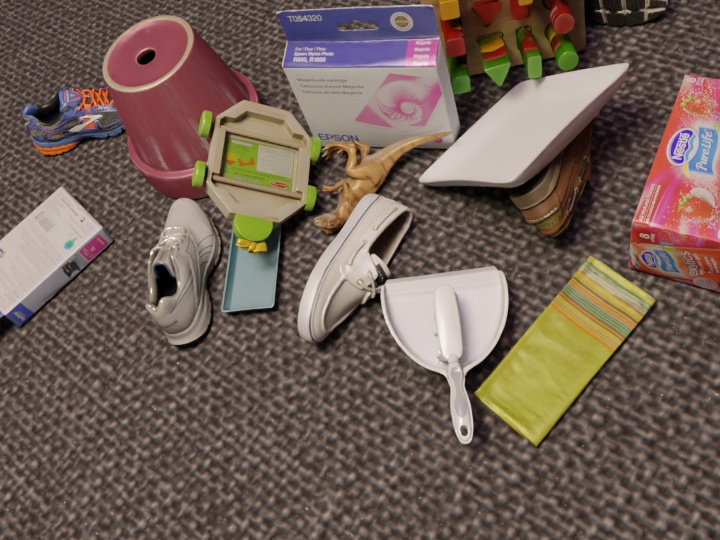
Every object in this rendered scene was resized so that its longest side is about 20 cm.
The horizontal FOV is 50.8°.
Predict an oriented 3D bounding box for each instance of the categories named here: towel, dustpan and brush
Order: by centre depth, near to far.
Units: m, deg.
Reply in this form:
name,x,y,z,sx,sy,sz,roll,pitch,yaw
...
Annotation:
name,x,y,z,sx,sy,sz,roll,pitch,yaw
towel,0.211,0.078,0.783,0.086,0.018,0.200,36,76,32
dustpan and brush,0.095,0.083,0.786,0.137,0.057,0.203,-7,65,4

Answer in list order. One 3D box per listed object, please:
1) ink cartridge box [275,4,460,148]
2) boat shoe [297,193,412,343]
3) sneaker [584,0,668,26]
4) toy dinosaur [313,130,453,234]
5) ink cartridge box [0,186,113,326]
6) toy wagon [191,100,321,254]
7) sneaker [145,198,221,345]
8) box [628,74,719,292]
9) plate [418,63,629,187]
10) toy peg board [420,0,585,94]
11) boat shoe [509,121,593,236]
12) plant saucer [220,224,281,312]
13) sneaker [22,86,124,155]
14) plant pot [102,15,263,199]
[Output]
name,x,y,z,sx,sy,sz,roll,pitch,yaw
ink cartridge box,0.010,-0.225,0.916,0.194,0.201,0.044,5,61,21
boat shoe,0.000,0.000,0.869,0.069,0.071,0.201,16,60,28
sneaker,0.307,-0.381,0.991,0.198,0.077,0.085,20,63,26
toy dinosaur,0.013,-0.128,0.954,0.200,0.060,0.106,-44,71,1
ink cartridge box,-0.447,-0.011,1.033,0.200,0.042,0.119,-44,58,-13
toy wagon,-0.130,-0.113,0.939,0.153,0.040,0.203,11,69,-18
sneaker,-0.221,-0.013,0.933,0.073,0.087,0.202,-15,56,11
box,0.357,-0.094,0.790,0.099,0.096,0.202,17,67,26
plate,0.184,-0.156,0.869,0.199,0.032,0.199,-45,22,-14
toy peg board,0.172,-0.317,0.904,0.197,0.201,0.099,-10,42,9
boat shoe,0.227,-0.118,0.867,0.072,0.068,0.201,-19,30,49
plant saucer,-0.131,-0.036,0.960,0.069,0.019,0.203,-6,60,14
sneaker,-0.413,-0.239,1.133,0.198,0.079,0.076,-23,57,3
plant pot,-0.241,-0.225,1.010,0.197,0.180,0.203,-7,59,12
